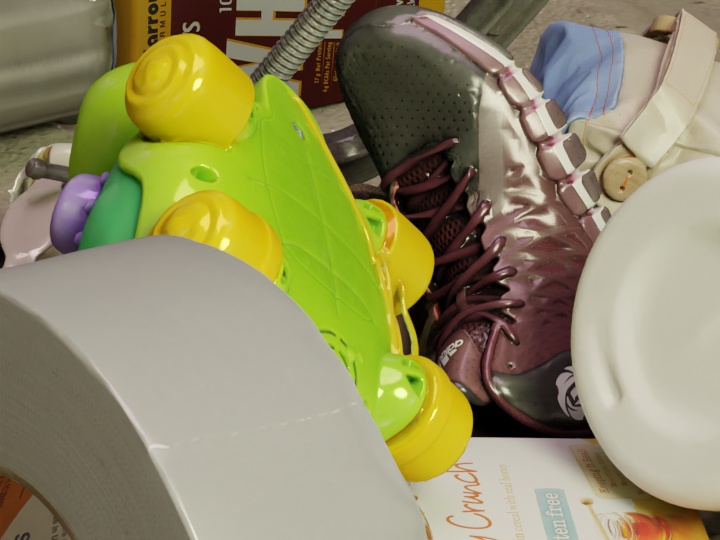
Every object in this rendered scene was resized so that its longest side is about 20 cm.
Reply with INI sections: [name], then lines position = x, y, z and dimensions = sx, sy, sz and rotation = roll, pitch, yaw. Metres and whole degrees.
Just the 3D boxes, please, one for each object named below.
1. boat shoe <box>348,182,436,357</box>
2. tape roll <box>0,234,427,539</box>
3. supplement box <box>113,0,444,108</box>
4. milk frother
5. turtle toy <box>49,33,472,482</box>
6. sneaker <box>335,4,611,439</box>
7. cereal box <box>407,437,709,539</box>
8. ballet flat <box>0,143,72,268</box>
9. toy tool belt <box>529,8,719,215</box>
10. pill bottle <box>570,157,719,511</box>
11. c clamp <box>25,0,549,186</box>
[boat shoe]
position = 0.000, 0.000, 1.020
dimensions = 0.072, 0.072, 0.200
rotation = 0, 19, 27
[tape roll]
position = -0.062, 0.094, 0.665
dimensions = 0.066, 0.201, 0.200
rotation = -14, 30, -37
[supplement box]
position = -0.090, -0.174, 1.333
dimensions = 0.200, 0.133, 0.197
rotation = -15, 30, -34
[milk frother]
position = -0.243, -0.156, 1.195
dimensions = 0.188, 0.201, 0.180
rotation = -17, 27, -38
[turtle toy]
position = -0.048, -0.003, 0.855
dimensions = 0.101, 0.146, 0.200
rotation = -32, 42, 19
[sneaker]
position = 0.043, -0.001, 0.946
dimensions = 0.200, 0.076, 0.116
rotation = 51, 44, -4
[cereal box]
position = 0.019, 0.103, 0.850
dimensions = 0.199, 0.040, 0.144
rotation = 1, 25, -6
[ballet flat]
position = -0.122, -0.014, 1.053
dimensions = 0.073, 0.073, 0.200
rotation = 7, 24, 8
[toy tool belt]
position = 0.105, -0.064, 1.133
dimensions = 0.123, 0.125, 0.200
rotation = 10, 23, -6
[pill bottle]
position = 0.182, 0.029, 0.903
dimensions = 0.200, 0.120, 0.120
rotation = 7, 16, -44
[c clamp]
position = -0.012, -0.082, 1.016
dimensions = 0.171, 0.200, 0.027
rotation = 12, 42, -47
